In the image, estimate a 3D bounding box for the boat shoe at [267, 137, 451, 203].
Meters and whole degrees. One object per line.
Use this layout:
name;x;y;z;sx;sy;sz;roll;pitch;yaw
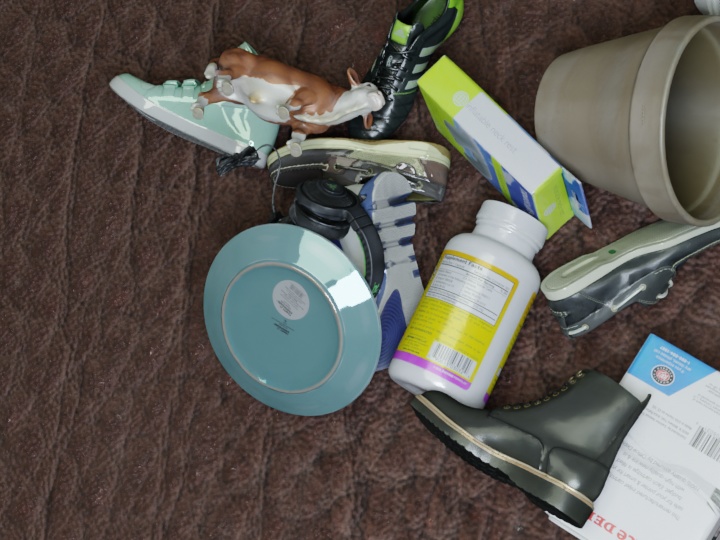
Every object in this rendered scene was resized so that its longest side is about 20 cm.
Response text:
boat shoe;-0.005;-0.098;1.783;0.197;0.073;0.066;-2;67;16

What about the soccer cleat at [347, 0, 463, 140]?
soccer cleat;0.041;-0.224;1.805;0.067;0.081;0.201;29;83;23

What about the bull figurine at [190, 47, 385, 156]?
bull figurine;-0.076;-0.176;1.759;0.198;0.121;0.066;17;120;18

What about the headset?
headset;-0.062;-0.040;1.682;0.124;0.094;0.201;-46;74;35

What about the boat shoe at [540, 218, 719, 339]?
boat shoe;0.278;0.000;1.683;0.198;0.072;0.068;-27;105;0

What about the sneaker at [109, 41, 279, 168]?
sneaker;-0.169;-0.201;1.863;0.199;0.074;0.119;24;87;12

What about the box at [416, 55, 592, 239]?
box;0.146;-0.116;1.717;0.048;0.122;0.200;-41;66;-4

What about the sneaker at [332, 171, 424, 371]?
sneaker;0.000;-0.001;1.745;0.114;0.080;0.202;4;97;45

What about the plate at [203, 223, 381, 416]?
plate;-0.073;0.053;1.679;0.198;0.026;0.203;10;112;24

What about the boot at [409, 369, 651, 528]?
boot;0.159;0.132;1.591;0.199;0.078;0.139;31;80;21

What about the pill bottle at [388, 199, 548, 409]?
pill bottle;0.112;0.036;1.688;0.103;0.104;0.202;23;80;22

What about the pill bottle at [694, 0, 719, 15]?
pill bottle;0.421;-0.258;1.655;0.114;0.113;0.200;-48;42;-2

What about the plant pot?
plant pot;0.270;-0.149;1.665;0.172;0.199;0.202;8;74;38

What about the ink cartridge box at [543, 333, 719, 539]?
ink cartridge box;0.286;0.186;1.598;0.145;0.084;0.201;31;85;24
